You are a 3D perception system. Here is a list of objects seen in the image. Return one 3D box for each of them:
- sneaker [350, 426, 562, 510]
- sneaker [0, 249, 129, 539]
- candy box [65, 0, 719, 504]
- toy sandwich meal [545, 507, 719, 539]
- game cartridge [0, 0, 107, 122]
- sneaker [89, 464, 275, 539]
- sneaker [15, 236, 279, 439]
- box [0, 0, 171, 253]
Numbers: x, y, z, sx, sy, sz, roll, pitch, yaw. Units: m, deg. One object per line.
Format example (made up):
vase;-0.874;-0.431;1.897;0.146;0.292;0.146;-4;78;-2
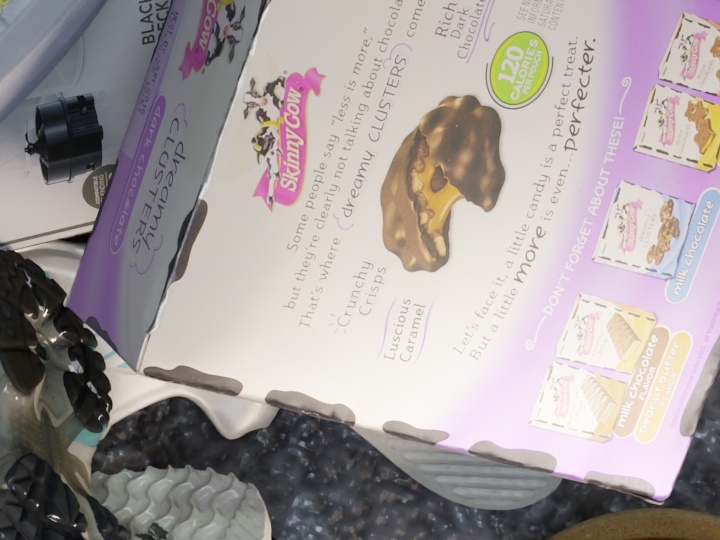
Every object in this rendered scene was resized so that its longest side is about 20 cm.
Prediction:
sneaker;0.000;0.000;1.030;0.074;0.082;0.200;-26;125;23
sneaker;-0.123;0.091;0.953;0.086;0.200;0.078;-33;130;23
candy box;0.030;-0.033;0.931;0.200;0.072;0.168;16;100;-28
toy sandwich meal;0.097;0.176;1.009;0.205;0.070;0.205;7;104;29
game cartridge;-0.157;-0.093;0.897;0.133;0.041;0.200;43;71;4
sneaker;-0.105;0.113;1.033;0.200;0.100;0.070;9;55;33
sneaker;-0.118;0.021;1.048;0.200;0.070;0.080;4;96;-4
box;-0.156;-0.058;0.970;0.200;0.060;0.117;-15;137;-12
